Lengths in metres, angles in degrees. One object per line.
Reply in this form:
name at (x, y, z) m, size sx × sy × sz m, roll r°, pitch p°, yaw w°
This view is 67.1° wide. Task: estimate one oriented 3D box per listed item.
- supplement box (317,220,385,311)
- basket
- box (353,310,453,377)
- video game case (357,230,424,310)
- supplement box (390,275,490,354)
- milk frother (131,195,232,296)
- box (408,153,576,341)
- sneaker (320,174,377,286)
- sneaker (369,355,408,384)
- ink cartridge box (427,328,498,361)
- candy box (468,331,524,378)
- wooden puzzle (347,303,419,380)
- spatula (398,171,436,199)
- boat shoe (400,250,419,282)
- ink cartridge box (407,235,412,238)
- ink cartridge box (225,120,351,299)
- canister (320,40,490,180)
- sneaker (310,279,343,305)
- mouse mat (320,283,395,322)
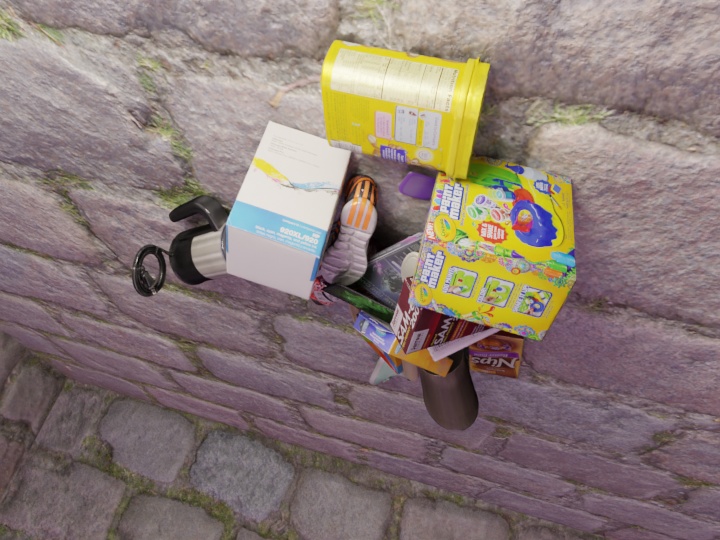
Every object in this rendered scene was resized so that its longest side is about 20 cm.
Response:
supplement box at (0.000, 0.000, 1.054) m, size 0.198 × 0.088 × 0.109 m, roll 37°, pitch 145°, yaw -29°
basket at (0.205, 0.259, 1.308) m, size 0.133 × 0.183 × 0.203 m, roll -24°, pitch 136°, yaw -3°
box at (0.074, 0.137, 1.027) m, size 0.197 × 0.042 × 0.118 m, roll 26°, pitch -177°, yaw -39°
video game case at (0.088, 0.008, 0.934) m, size 0.142 × 0.019 × 0.197 m, roll 37°, pitch 140°, yaw -28°
supplement box at (0.149, 0.049, 0.820) m, size 0.194 × 0.062 × 0.111 m, roll -13°, pitch 140°, yaw -22°
milk frother at (-0.328, -0.023, 1.089) m, size 0.184 × 0.204 × 0.181 m, roll -9°, pitch 138°, yaw 38°
box at (0.179, -0.042, 0.745) m, size 0.186 × 0.203 × 0.124 m, roll 14°, pitch 137°, yaw 5°
sneaker at (-0.009, -0.070, 0.909) m, size 0.075 × 0.114 × 0.202 m, roll 19°, pitch 134°, yaw -8°
sneaker at (0.092, 0.277, 1.463) m, size 0.115 × 0.075 × 0.202 m, roll 24°, pitch 148°, yaw 3°
ink cartridge box at (0.205, 0.097, 1.014) m, size 0.158 × 0.051 × 0.200 m, roll -29°, pitch 179°, yaw 13°
candy box at (0.297, 0.165, 1.189) m, size 0.113 × 0.058 × 0.202 m, roll 7°, pitch 150°, yaw 17°
wooden puzzle at (0.051, 0.168, 1.278) m, size 0.198 × 0.037 × 0.187 m, roll 37°, pitch 159°, yaw 28°
spatula at (0.151, -0.103, 0.865) m, size 0.195 × 0.021 × 0.057 m, roll 26°, pitch 145°, yaw -13°
boat shoe at (0.112, 0.034, 0.891) m, size 0.074 × 0.059 × 0.203 m, roll 46°, pitch 158°, yaw 38°
ink cartridge box at (0.183, -0.010, 0.953) m, size 0.195 × 0.068 × 0.116 m, roll -5°, pitch 143°, yaw 35°
ink cartridge box at (-0.111, -0.093, 0.848) m, size 0.140 × 0.205 × 0.148 m, roll 17°, pitch 151°, yaw -4°
canister at (0.054, -0.204, 0.690) m, size 0.194 × 0.089 × 0.150 m, roll 14°, pitch 150°, yaw 10°
sneaker at (-0.094, 0.008, 1.143) m, size 0.105 × 0.069 × 0.201 m, roll -7°, pitch 145°, yaw 35°
mouse mat at (0.009, 0.063, 0.987) m, size 0.157 × 0.008 × 0.200 m, roll 27°, pitch 169°, yaw -9°
